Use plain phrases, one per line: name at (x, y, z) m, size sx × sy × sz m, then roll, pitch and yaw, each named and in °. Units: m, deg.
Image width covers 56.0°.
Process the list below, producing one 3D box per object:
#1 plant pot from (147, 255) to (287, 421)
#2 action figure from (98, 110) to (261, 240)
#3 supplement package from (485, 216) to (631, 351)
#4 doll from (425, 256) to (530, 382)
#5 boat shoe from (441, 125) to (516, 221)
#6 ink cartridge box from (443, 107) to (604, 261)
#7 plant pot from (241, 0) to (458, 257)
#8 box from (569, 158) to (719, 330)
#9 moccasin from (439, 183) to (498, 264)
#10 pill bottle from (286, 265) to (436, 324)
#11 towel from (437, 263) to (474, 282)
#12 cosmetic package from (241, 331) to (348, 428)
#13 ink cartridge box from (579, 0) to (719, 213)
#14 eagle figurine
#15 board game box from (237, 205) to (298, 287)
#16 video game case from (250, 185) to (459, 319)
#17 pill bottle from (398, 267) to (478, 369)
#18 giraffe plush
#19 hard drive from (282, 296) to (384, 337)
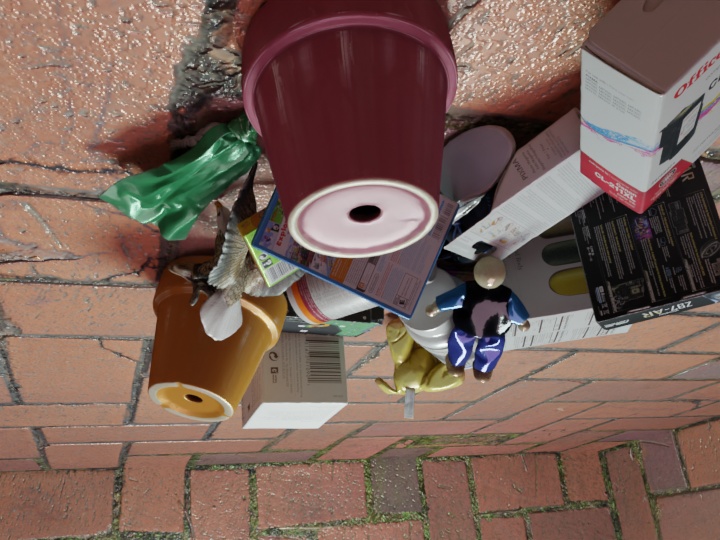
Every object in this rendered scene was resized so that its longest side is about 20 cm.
plant pot at (-0.223, 0.111, 0.995) m, size 0.197 × 0.185 × 0.201 m, roll 8°, pitch 146°, yaw 5°
action figure at (-0.175, -0.111, 0.735) m, size 0.199 × 0.055 × 0.118 m, roll -29°, pitch 146°, yaw 29°
supplement package at (0.285, 0.013, 0.987) m, size 0.197 × 0.154 × 0.151 m, roll -10°, pitch 157°, yaw 7°
doll at (0.151, 0.064, 0.882) m, size 0.135 × 0.049 × 0.202 m, roll 12°, pitch 134°, yaw 8°
boat shoe at (0.115, -0.105, 0.811) m, size 0.065 × 0.074 × 0.200 m, roll -22°, pitch 169°, yaw -46°
ink cartridge box at (0.199, -0.087, 0.793) m, size 0.199 × 0.058 × 0.162 m, roll -32°, pitch 157°, yaw 24°
plant pot at (-0.006, -0.120, 0.594) m, size 0.197 × 0.181 × 0.201 m, roll -4°, pitch 155°, yaw -2°
box at (0.342, -0.047, 0.811) m, size 0.159 × 0.203 × 0.043 m, roll -20°, pitch 153°, yaw 27°
moccasin at (0.142, -0.050, 0.904) m, size 0.067 × 0.081 × 0.201 m, roll -7°, pitch 156°, yaw -9°
pill bottle at (0.000, 0.000, 0.950) m, size 0.198 × 0.111 × 0.109 m, roll -19°, pitch 153°, yaw 27°
towel at (0.129, 0.023, 1.141) m, size 0.197 × 0.023 × 0.144 m, roll 3°, pitch 155°, yaw -17°
cosmetic package at (-0.133, 0.201, 1.301) m, size 0.163 × 0.167 × 0.200 m, roll 4°, pitch 153°, yaw -20°
ink cartridge box at (0.273, -0.164, 0.600) m, size 0.146 × 0.083 × 0.200 m, roll -44°, pitch 153°, yaw -2°
eagle figurine at (-0.140, -0.029, 0.825) m, size 0.199 × 0.152 × 0.151 m, roll -29°, pitch 108°, yaw 30°
board game box at (-0.039, -0.067, 0.780) m, size 0.199 × 0.030 × 0.096 m, roll -31°, pitch 143°, yaw -11°
video game case at (-0.002, -0.051, 0.743) m, size 0.198 × 0.145 × 0.018 m, roll 25°, pitch 178°, yaw -17°
pill bottle at (0.132, 0.073, 1.031) m, size 0.112 × 0.115 × 0.200 m, roll -15°, pitch 153°, yaw 20°
giraffe plush at (0.129, 0.177, 1.337) m, size 0.171 × 0.202 × 0.162 m, roll 22°, pitch -173°, yaw 13°
hard drive at (-0.074, 0.082, 1.179) m, size 0.197 × 0.038 × 0.140 m, roll 7°, pitch 163°, yaw -20°
